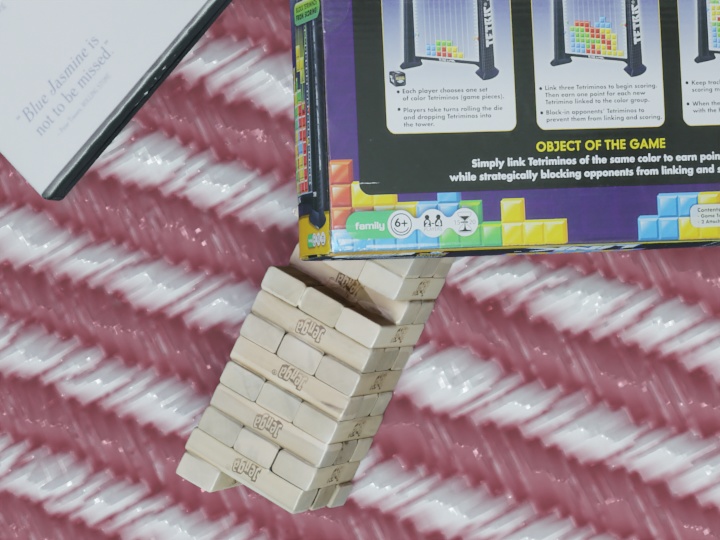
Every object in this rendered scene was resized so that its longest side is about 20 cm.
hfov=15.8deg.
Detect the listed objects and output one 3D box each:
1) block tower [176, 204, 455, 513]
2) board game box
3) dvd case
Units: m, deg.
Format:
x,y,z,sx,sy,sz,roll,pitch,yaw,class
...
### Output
x,y,z,sx,sy,sz,roll,pitch,yaw,class
0.000,0.000,1.007,0.058,0.054,0.201,29,99,18,block tower
0.074,-0.089,0.933,0.198,0.057,0.167,-1,87,-14,board game box
-0.147,-0.149,1.078,0.200,0.018,0.143,46,104,14,dvd case
